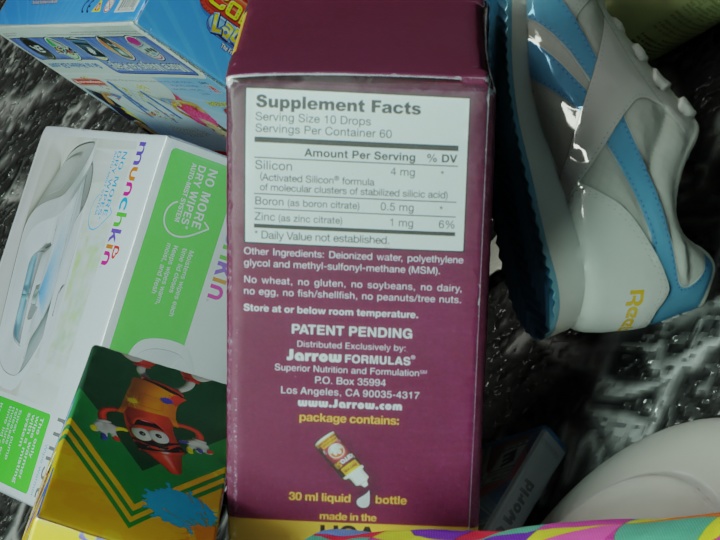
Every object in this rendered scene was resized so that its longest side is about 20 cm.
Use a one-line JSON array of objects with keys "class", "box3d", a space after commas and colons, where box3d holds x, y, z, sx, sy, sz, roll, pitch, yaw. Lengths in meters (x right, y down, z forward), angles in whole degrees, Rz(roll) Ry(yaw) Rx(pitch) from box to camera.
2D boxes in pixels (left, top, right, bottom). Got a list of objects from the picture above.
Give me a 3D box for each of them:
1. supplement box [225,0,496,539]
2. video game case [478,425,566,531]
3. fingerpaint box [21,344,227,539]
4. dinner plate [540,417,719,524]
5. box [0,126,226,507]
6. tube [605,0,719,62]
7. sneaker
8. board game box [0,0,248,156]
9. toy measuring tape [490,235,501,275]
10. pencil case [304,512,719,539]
[{"class": "supplement box", "box3d": [0.000, 0.000, 0.939, 0.131, 0.103, 0.201, -83, -6, -69]}, {"class": "video game case", "box3d": [-0.006, 0.152, 0.970, 0.143, 0.018, 0.200, -24, 24, 47]}, {"class": "fingerpaint box", "box3d": [-0.117, 0.157, 0.958, 0.167, 0.073, 0.201, -87, 16, -69]}, {"class": "dinner plate", "box3d": [0.096, 0.141, 0.876, 0.200, 0.024, 0.201, -40, 32, 32]}, {"class": "box", "box3d": [-0.127, 0.034, 1.250, 0.176, 0.096, 0.201, 11, 82, 62]}, {"class": "tube", "box3d": [0.127, -0.118, 1.058, 0.200, 0.058, 0.052, -34, 35, 37]}, {"class": "sneaker", "box3d": [0.093, -0.068, 0.980, 0.077, 0.080, 0.201, 117, 148, -66]}, {"class": "board game box", "box3d": [-0.066, -0.097, 1.206, 0.200, 0.195, 0.056, 10, 69, 61]}, {"class": "toy measuring tape", "box3d": [0.058, -0.033, 1.069, 0.200, 0.073, 0.074, -37, 33, 34]}, {"class": "pencil case", "box3d": [0.064, 0.126, 0.810, 0.199, 0.088, 0.089, -6, 54, 32]}]
